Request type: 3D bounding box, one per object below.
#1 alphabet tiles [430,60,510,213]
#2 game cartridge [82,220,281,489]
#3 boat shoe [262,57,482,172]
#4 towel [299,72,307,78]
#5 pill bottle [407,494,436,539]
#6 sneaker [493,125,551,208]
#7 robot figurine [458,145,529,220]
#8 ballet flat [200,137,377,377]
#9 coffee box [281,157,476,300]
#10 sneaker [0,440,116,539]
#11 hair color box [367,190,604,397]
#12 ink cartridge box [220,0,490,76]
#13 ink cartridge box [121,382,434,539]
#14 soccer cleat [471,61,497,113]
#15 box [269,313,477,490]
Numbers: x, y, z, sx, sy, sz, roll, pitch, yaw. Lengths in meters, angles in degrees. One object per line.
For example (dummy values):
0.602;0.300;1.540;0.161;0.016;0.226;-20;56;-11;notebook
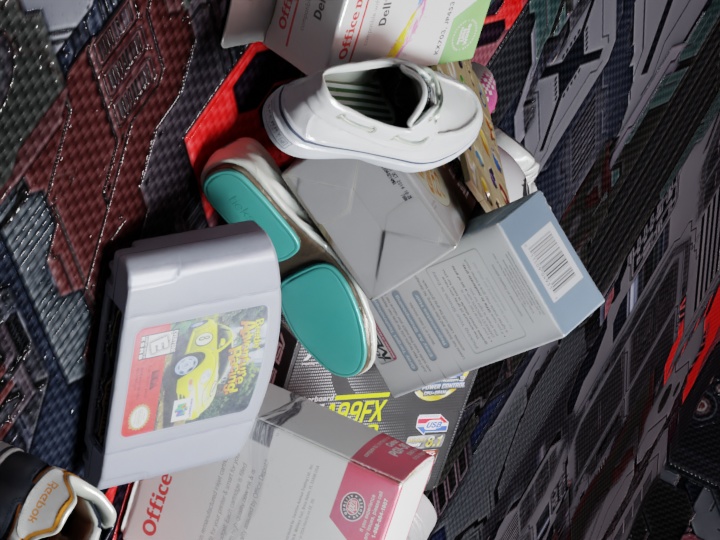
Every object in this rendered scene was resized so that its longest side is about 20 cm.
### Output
0.083;-0.130;1.771;0.166;0.006;0.201;51;25;-57;alphabet tiles
-0.122;0.061;1.567;0.133;0.041;0.201;-15;132;-34;game cartridge
0.026;-0.108;1.516;0.200;0.074;0.067;-11;166;-46;boat shoe
0.004;-0.214;1.661;0.148;0.036;0.201;-47;154;-45;towel
-0.016;0.290;2.109;0.200;0.116;0.116;-55;159;-29;pill bottle
0.132;-0.068;2.162;0.081;0.075;0.200;-48;157;-7;sneaker
0.067;-0.023;1.928;0.201;0.150;0.125;-63;149;-5;robot figurine
-0.042;-0.015;1.610;0.200;0.069;0.069;55;51;-22;ballet flat
0.019;-0.064;1.656;0.080;0.115;0.200;-33;-174;14;coffee box
-0.208;0.183;1.511;0.079;0.079;0.200;-61;163;-16;sneaker
0.079;0.021;1.692;0.200;0.099;0.061;-23;-170;48;hair color box
0.006;-0.199;1.544;0.200;0.067;0.117;-14;131;-43;ink cartridge box
-0.064;0.173;1.700;0.083;0.199;0.147;-30;141;-66;ink cartridge box
0.062;-0.143;1.861;0.200;0.070;0.087;-57;135;-52;soccer cleat
-0.002;0.110;1.822;0.199;0.044;0.161;-1;121;-38;box
